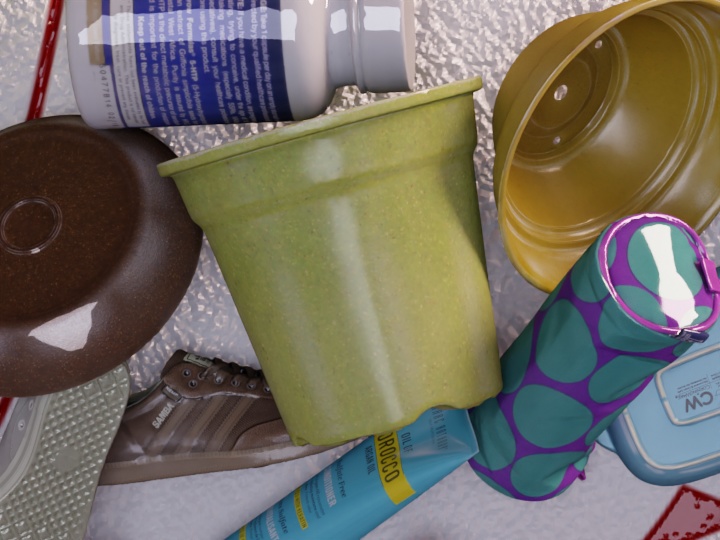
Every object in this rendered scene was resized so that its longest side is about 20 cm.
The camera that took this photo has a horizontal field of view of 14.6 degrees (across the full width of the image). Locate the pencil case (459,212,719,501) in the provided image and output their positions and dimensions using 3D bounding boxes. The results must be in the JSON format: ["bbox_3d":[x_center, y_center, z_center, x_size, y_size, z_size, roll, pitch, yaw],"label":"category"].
[{"bbox_3d":[0.136,0.055,1.663,0.092,0.085,0.200,12,141,-22],"label":"pencil case"}]

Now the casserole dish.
[{"bbox_3d":[0.230,0.060,1.727,0.199,0.039,0.122,-21,94,8],"label":"casserole dish"}]

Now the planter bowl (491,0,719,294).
[{"bbox_3d":[0.140,-0.090,1.674,0.201,0.200,0.083,-55,48,8],"label":"planter bowl"}]

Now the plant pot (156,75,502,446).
[{"bbox_3d":[0.000,0.000,1.653,0.199,0.200,0.185,-16,92,6],"label":"plant pot"}]

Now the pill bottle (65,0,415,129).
[{"bbox_3d":[-0.069,-0.148,1.689,0.199,0.120,0.120,-2,96,6],"label":"pill bottle"}]

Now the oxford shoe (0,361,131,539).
[{"bbox_3d":[-0.198,0.129,1.713,0.075,0.058,0.201,20,100,-27],"label":"oxford shoe"}]

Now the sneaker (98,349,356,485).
[{"bbox_3d":[-0.089,0.084,1.741,0.199,0.070,0.076,-10,94,5],"label":"sneaker"}]

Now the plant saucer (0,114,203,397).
[{"bbox_3d":[-0.195,-0.019,1.697,0.199,0.037,0.201,-7,58,11],"label":"plant saucer"}]

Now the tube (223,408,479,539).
[{"bbox_3d":[-0.008,0.142,1.730,0.200,0.078,0.050,-37,128,19],"label":"tube"}]
